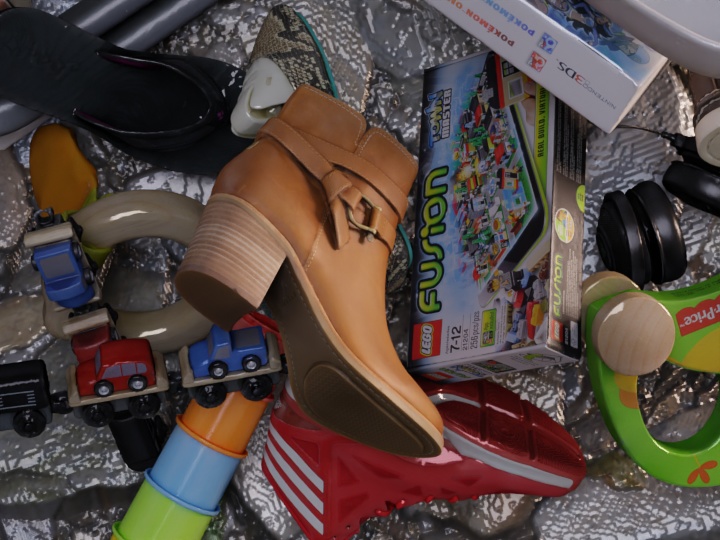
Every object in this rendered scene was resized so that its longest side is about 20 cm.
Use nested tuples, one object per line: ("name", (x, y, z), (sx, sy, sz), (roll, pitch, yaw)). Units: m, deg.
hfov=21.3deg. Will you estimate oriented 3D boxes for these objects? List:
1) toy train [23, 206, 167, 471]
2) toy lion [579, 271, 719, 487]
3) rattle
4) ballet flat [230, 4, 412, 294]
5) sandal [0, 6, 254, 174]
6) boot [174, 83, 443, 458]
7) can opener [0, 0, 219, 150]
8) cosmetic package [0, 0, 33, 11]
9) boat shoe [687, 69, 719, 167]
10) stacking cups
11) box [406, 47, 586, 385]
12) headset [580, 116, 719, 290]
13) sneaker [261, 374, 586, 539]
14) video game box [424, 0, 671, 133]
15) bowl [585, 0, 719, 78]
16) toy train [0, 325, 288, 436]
("toy train", (-0.159, 0.047, 1.156), (0.034, 0.046, 0.201), (-14, 127, 6))
("toy lion", (0.242, 0.070, 1.149), (0.198, 0.069, 0.193), (-20, 107, -7))
("rattle", (-0.107, -0.021, 1.226), (0.198, 0.143, 0.131), (-4, 116, -11))
("ballet flat", (-0.036, -0.073, 1.177), (0.075, 0.068, 0.201), (-15, 74, -32))
("sandal", (-0.140, -0.106, 1.189), (0.199, 0.048, 0.076), (14, 94, -25))
("boot", (0.000, 0.000, 1.109), (0.200, 0.073, 0.155), (44, 55, -21))
("can opener", (-0.169, -0.141, 1.226), (0.199, 0.067, 0.053), (-36, 127, -4))
("cosmetic package", (-0.317, -0.165, 1.220), (0.198, 0.103, 0.088), (-18, 82, 3))
("boat shoe", (0.276, -0.087, 1.152), (0.199, 0.072, 0.060), (10, 57, -32))
("stacking cups", (-0.105, 0.118, 1.181), (0.060, 0.060, 0.201), (26, 96, 6))
("box", (0.084, -0.037, 1.160), (0.109, 0.035, 0.202), (-14, 65, 41))
("headset", (0.195, -0.041, 1.197), (0.123, 0.094, 0.201), (-37, 98, -3))
("sneaker", (0.032, 0.124, 1.193), (0.198, 0.079, 0.116), (20, 116, -6))
("video game box", (0.121, -0.187, 1.155), (0.182, 0.200, 0.047), (35, 129, 8))
("bowl", (0.192, -0.206, 1.076), (0.200, 0.075, 0.200), (38, 71, 21))
("toy train", (-0.138, 0.062, 1.115), (0.198, 0.034, 0.046), (-9, 120, -6))
